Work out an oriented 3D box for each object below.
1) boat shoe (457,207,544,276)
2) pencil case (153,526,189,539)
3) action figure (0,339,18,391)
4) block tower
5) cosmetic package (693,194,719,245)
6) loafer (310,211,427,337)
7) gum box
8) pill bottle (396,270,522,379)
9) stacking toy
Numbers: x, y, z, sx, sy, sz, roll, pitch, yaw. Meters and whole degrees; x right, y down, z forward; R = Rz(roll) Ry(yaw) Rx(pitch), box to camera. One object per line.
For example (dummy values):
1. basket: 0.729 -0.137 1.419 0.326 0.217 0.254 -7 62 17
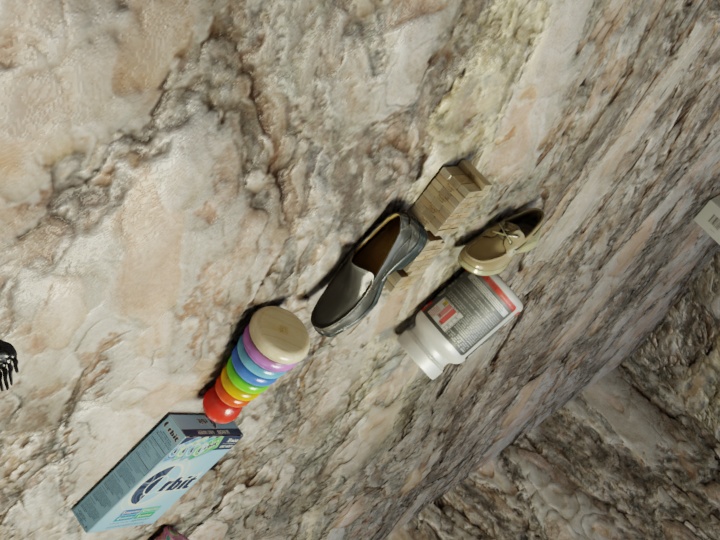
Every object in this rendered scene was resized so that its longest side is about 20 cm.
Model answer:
1. boat shoe: 0.229 -0.051 1.658 0.200 0.072 0.065 -25 146 -43
2. pencil case: -0.359 0.528 1.739 0.200 0.087 0.087 -48 160 -5
3. action figure: -0.372 0.099 0.842 0.119 0.102 0.200 -37 165 24
4. block tower: 0.092 -0.059 1.411 0.058 0.054 0.200 -11 144 -54
5. cosmetic package: 0.997 -0.156 2.756 0.200 0.108 0.085 -23 153 -38
6. loafer: 0.000 0.000 1.360 0.200 0.073 0.072 -51 151 0
7. gum box: -0.283 0.285 1.466 0.200 0.045 0.170 -44 160 10
8. pill bottle: 0.166 0.085 1.754 0.200 0.116 0.116 -41 160 2
9. stacking toy: -0.151 0.135 1.359 0.085 0.085 0.200 -15 154 -50
